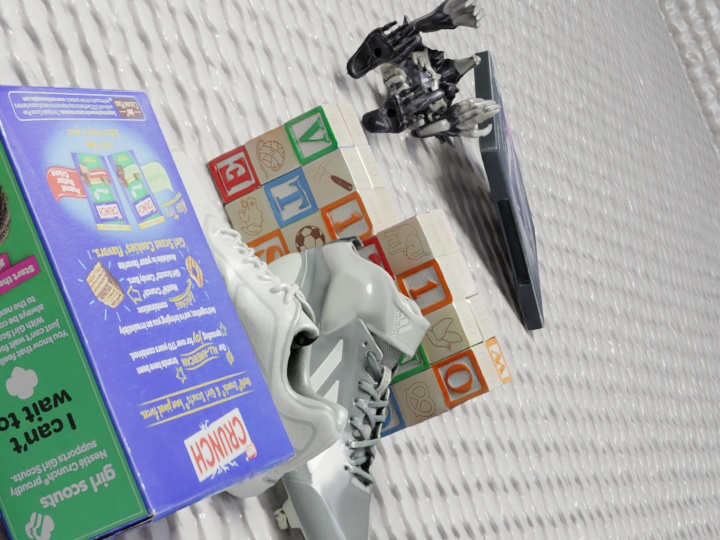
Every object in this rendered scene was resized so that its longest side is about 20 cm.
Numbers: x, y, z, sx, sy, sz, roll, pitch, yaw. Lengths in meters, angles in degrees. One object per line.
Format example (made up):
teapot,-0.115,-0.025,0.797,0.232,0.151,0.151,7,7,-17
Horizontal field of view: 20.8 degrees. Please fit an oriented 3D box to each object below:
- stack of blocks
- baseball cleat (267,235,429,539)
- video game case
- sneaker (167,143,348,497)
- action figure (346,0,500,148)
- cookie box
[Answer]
stack of blocks,0.000,0.000,1.212,0.201,0.114,0.059,67,19,4
baseball cleat,-0.005,0.073,1.126,0.070,0.106,0.202,37,36,-63
video game case,0.129,-0.069,1.698,0.143,0.019,0.201,-89,164,-50
sneaker,-0.068,0.018,1.068,0.075,0.081,0.201,2,64,-67
action figure,0.062,-0.156,1.577,0.200,0.101,0.120,-25,99,-69
cookie box,-0.126,0.020,0.913,0.201,0.075,0.171,67,19,4
